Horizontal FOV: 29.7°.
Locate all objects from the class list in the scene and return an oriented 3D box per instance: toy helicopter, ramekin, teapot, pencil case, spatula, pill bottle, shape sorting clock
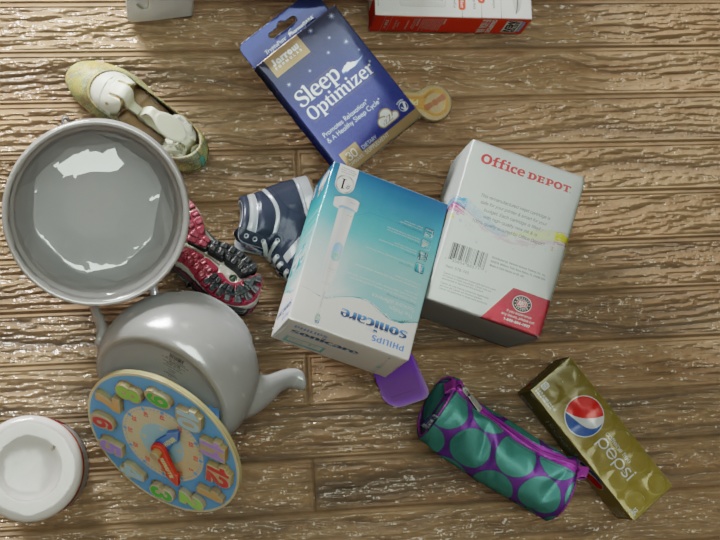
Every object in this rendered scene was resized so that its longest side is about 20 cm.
[{"bbox_3d":[0.014,-0.195,1.651,0.199,0.079,0.133,0,84,-12],"label":"toy helicopter"},{"bbox_3d":[-0.289,-0.068,1.492,0.199,0.105,0.201,-2,99,-10],"label":"ramekin"},{"bbox_3d":[-0.196,0.093,1.546,0.201,0.197,0.146,65,36,-28],"label":"teapot"},{"bbox_3d":[0.164,0.211,1.611,0.200,0.093,0.085,33,36,-4],"label":"pencil case"},{"bbox_3d":[0.025,0.067,1.642,0.056,0.021,0.201,-21,81,12],"label":"spatula"},{"bbox_3d":[-0.351,0.214,1.475,0.109,0.200,0.110,1,83,-8],"label":"pill bottle"},{"bbox_3d":[-0.221,0.193,1.512,0.200,0.200,0.039,36,43,-2],"label":"shape sorting clock"}]

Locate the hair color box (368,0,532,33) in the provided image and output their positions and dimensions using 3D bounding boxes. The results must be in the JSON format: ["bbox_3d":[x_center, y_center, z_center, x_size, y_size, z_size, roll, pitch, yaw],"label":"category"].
[{"bbox_3d":[0.110,-0.358,1.693,0.199,0.064,0.112,0,81,-7],"label":"hair color box"}]

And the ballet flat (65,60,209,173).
[{"bbox_3d":[-0.263,-0.190,1.612,0.200,0.071,0.071,37,79,-2],"label":"ballet flat"}]

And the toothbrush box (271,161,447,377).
[{"bbox_3d":[0.000,0.000,1.546,0.146,0.085,0.201,19,67,-11],"label":"toothbrush box"}]

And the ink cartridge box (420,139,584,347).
[{"bbox_3d":[0.157,-0.029,1.614,0.145,0.145,0.201,19,80,-5],"label":"ink cartridge box"}]

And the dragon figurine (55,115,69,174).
[{"bbox_3d":[-0.334,-0.078,1.589,0.059,0.099,0.201,2,101,-10],"label":"dragon figurine"}]

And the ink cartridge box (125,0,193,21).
[{"bbox_3d":[-0.246,-0.412,1.605,0.083,0.144,0.201,-5,83,-9],"label":"ink cartridge box"}]

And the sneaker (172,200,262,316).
[{"bbox_3d":[-0.202,-0.018,1.599,0.200,0.075,0.081,43,69,12],"label":"sneaker"}]

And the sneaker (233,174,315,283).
[{"bbox_3d":[-0.087,-0.007,1.612,0.108,0.070,0.201,-13,79,-13],"label":"sneaker"}]

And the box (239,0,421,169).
[{"bbox_3d":[-0.037,-0.220,1.588,0.121,0.032,0.200,-40,92,-11],"label":"box"}]

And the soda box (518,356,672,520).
[{"bbox_3d":[0.283,0.204,1.643,0.068,0.064,0.200,-38,90,-12],"label":"soda box"}]
